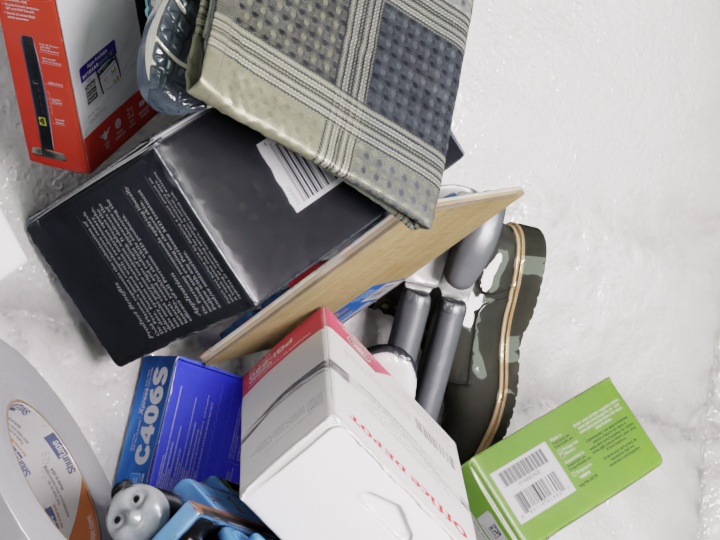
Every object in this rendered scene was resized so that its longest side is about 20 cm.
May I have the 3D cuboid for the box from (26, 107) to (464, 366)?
[{"bbox_3d":[-0.077,-0.053,1.405,0.200,0.197,0.124,-36,98,-33],"label":"box"}]

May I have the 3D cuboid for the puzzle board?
[{"bbox_3d":[0.000,0.000,1.469,0.151,0.200,0.017,-13,71,-56],"label":"puzzle board"}]

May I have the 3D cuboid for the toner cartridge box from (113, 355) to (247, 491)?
[{"bbox_3d":[-0.121,0.165,1.473,0.095,0.043,0.200,21,75,-36],"label":"toner cartridge box"}]

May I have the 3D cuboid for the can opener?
[{"bbox_3d":[0.050,0.034,1.548,0.053,0.066,0.200,14,100,-11],"label":"can opener"}]

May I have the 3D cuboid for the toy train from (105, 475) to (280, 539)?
[{"bbox_3d":[-0.091,0.182,1.350,0.087,0.114,0.200,-49,156,3],"label":"toy train"}]

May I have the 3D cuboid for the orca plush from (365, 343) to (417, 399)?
[{"bbox_3d":[-0.012,0.136,1.548,0.105,0.071,0.200,7,108,-5],"label":"orca plush"}]

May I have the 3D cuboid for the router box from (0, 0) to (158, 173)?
[{"bbox_3d":[-0.152,-0.189,1.384,0.200,0.049,0.180,-49,142,-44],"label":"router box"}]

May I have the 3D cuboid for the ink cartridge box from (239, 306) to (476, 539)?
[{"bbox_3d":[-0.003,0.129,1.402,0.085,0.200,0.146,-41,106,9],"label":"ink cartridge box"}]

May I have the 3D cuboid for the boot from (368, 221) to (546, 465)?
[{"bbox_3d":[0.047,0.053,1.612,0.138,0.077,0.200,12,89,-20],"label":"boot"}]

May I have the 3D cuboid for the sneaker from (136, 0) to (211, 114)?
[{"bbox_3d":[-0.095,-0.163,1.336,0.078,0.086,0.200,41,48,-24],"label":"sneaker"}]

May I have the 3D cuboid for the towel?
[{"bbox_3d":[-0.018,-0.143,1.321,0.200,0.035,0.193,31,57,-33],"label":"towel"}]

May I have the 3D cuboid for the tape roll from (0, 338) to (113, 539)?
[{"bbox_3d":[-0.211,0.139,1.306,0.066,0.200,0.200,-29,113,8],"label":"tape roll"}]

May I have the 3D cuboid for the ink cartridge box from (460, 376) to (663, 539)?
[{"bbox_3d":[0.103,0.173,1.582,0.148,0.200,0.076,-26,80,-35],"label":"ink cartridge box"}]

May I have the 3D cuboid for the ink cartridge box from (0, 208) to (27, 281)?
[{"bbox_3d":[-0.321,-0.015,1.290,0.200,0.086,0.147,-38,112,-32],"label":"ink cartridge box"}]
